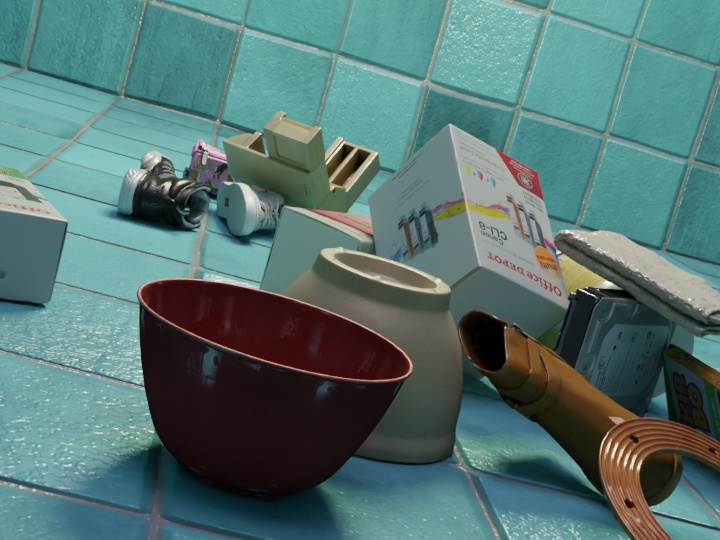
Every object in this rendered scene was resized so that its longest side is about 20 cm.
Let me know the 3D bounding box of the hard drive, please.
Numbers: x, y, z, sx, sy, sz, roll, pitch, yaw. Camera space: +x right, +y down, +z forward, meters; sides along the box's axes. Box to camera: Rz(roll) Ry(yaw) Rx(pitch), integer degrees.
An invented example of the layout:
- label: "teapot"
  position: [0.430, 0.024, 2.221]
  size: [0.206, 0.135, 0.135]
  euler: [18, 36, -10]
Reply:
- label: "hard drive"
  position: [0.264, 0.090, 1.327]
  size: [0.038, 0.141, 0.199]
  euler: [24, 12, 38]

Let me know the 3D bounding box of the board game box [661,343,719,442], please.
- label: "board game box"
  position: [0.364, 0.150, 1.299]
  size: [0.030, 0.097, 0.200]
  euler: [-13, 17, -9]

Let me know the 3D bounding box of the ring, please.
- label: "ring"
  position: [0.266, 0.192, 0.961]
  size: [0.198, 0.019, 0.201]
  euler: [20, 32, -13]

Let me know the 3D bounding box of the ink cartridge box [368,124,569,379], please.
- label: "ink cartridge box"
  position: [0.113, -0.018, 1.345]
  size: [0.144, 0.144, 0.202]
  euler: [24, 43, -34]

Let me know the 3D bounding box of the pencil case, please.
- label: "pencil case"
  position: [-0.184, -0.146, 2.041]
  size: [0.198, 0.084, 0.087]
  euler: [18, 9, 4]

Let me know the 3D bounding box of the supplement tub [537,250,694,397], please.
- label: "supplement tub"
  position: [0.294, 0.062, 1.509]
  size: [0.144, 0.147, 0.200]
  euler: [12, 11, -22]

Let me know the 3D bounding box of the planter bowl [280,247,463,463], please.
- label: "planter bowl"
  position: [0.005, 0.061, 1.081]
  size: [0.198, 0.136, 0.200]
  euler: [17, 9, -3]

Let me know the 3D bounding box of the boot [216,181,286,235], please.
- label: "boot"
  position: [-0.145, -0.091, 1.820]
  size: [0.094, 0.075, 0.200]
  euler: [6, 12, -17]

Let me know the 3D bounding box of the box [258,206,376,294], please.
- label: "box"
  position: [0.000, 0.000, 1.472]
  size: [0.127, 0.110, 0.199]
  euler: [24, 12, 35]

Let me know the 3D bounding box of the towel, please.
- label: "towel"
  position: [0.309, 0.008, 1.333]
  size: [0.199, 0.035, 0.132]
  euler: [34, 18, 29]

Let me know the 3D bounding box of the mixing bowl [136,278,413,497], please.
- label: "mixing bowl"
  position: [-0.072, 0.088, 0.883]
  size: [0.198, 0.110, 0.200]
  euler: [16, 11, -3]

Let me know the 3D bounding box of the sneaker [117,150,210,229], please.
- label: "sneaker"
  position: [-0.261, -0.107, 1.739]
  size: [0.112, 0.076, 0.200]
  euler: [17, 16, 0]

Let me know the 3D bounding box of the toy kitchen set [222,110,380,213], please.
- label: "toy kitchen set"
  position: [-0.091, -0.194, 1.934]
  size: [0.162, 0.201, 0.181]
  euler: [21, 54, 24]

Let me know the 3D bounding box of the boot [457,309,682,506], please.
- label: "boot"
  position: [0.173, 0.110, 1.066]
  size: [0.155, 0.077, 0.200]
  euler: [39, 7, -35]

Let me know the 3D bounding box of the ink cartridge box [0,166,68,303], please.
- label: "ink cartridge box"
  position: [-0.374, -0.046, 1.186]
  size: [0.145, 0.084, 0.200]
  euler: [10, 13, -32]
